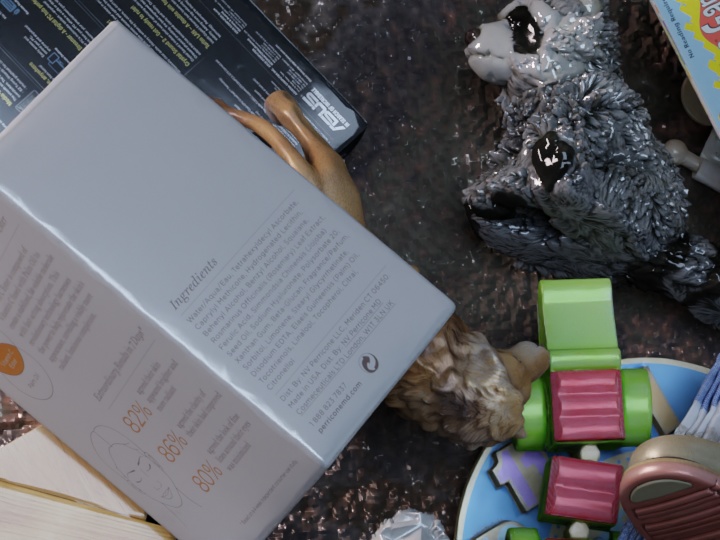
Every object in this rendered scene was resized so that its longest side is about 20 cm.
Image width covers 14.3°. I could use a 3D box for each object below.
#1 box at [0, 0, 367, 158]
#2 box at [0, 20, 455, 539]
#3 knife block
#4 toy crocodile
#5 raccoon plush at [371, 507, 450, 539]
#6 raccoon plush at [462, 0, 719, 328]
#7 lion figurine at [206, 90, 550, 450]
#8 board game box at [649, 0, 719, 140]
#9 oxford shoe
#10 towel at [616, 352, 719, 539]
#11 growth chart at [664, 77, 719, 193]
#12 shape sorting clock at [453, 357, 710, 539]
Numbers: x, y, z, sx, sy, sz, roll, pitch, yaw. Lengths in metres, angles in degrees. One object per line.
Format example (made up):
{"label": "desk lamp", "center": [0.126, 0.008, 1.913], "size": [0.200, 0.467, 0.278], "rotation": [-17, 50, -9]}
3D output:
{"label": "box", "center": [-0.122, -0.087, 1.411], "size": [0.200, 0.044, 0.160], "rotation": [46, 74, 3]}
{"label": "box", "center": [-0.084, 0.016, 1.283], "size": [0.200, 0.152, 0.106], "rotation": [41, 59, 1]}
{"label": "knife block", "center": [-0.131, 0.162, 1.342], "size": [0.200, 0.064, 0.176], "rotation": [-29, 83, -15]}
{"label": "toy crocodile", "center": [0.105, 0.101, 1.360], "size": [0.067, 0.062, 0.200], "rotation": [3, 78, -3]}
{"label": "raccoon plush", "center": [0.025, 0.139, 1.308], "size": [0.097, 0.200, 0.134], "rotation": [-6, 44, -16]}
{"label": "raccoon plush", "center": [0.134, -0.059, 1.437], "size": [0.200, 0.097, 0.134], "rotation": [33, 60, -27]}
{"label": "lion figurine", "center": [0.000, 0.000, 1.340], "size": [0.072, 0.122, 0.200], "rotation": [-44, 111, 1]}
{"label": "board game box", "center": [0.244, -0.145, 1.381], "size": [0.200, 0.103, 0.105], "rotation": [-27, 101, 7]}
{"label": "oxford shoe", "center": [0.183, 0.097, 1.316], "size": [0.200, 0.071, 0.074], "rotation": [24, 58, -48]}
{"label": "towel", "center": [0.182, 0.149, 1.358], "size": [0.147, 0.024, 0.200], "rotation": [47, 52, -21]}
{"label": "growth chart", "center": [0.257, -0.102, 1.494], "size": [0.145, 0.018, 0.200], "rotation": [36, 74, 0]}
{"label": "shape sorting clock", "center": [0.144, 0.141, 1.407], "size": [0.200, 0.039, 0.200], "rotation": [2, 77, -9]}
